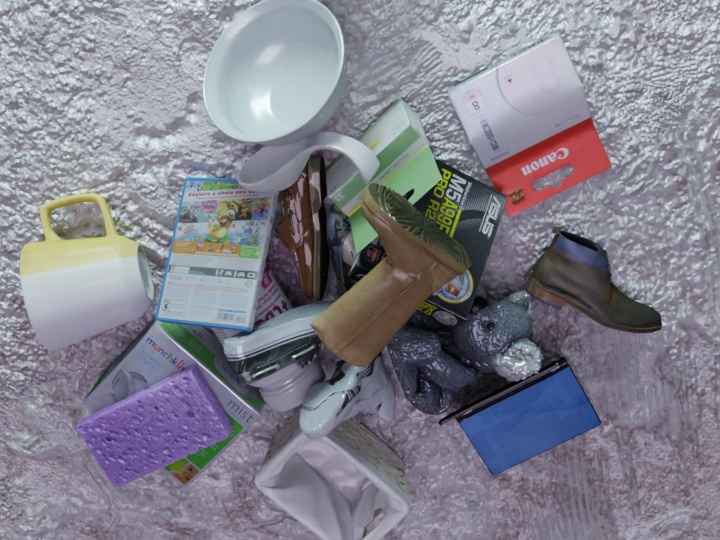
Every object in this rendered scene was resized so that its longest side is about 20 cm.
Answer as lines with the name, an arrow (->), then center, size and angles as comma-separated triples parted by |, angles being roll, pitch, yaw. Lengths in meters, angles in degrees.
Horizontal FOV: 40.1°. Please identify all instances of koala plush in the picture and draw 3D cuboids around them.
koala plush -> 0.148, 0.098, 1.357 | 0.198, 0.178, 0.185 | -16, 122, 8

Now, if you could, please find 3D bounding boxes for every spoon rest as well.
spoon rest -> -0.073, -0.141, 1.251 | 0.198, 0.100, 0.061 | 0, 132, 32

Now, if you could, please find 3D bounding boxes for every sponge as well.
sponge -> -0.289, 0.221, 1.387 | 0.198, 0.030, 0.112 | -25, 107, 14

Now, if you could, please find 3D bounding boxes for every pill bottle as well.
pill bottle -> -0.136, 0.090, 1.386 | 0.112, 0.114, 0.201 | -26, 108, 12

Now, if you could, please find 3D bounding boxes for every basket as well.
basket -> -0.037, 0.299, 1.456 | 0.200, 0.124, 0.136 | 41, 108, -12

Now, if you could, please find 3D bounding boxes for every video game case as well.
video game case -> -0.190, -0.025, 1.315 | 0.141, 0.018, 0.203 | 4, 76, 22

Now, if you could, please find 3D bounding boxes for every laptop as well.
laptop -> 0.233, 0.217, 1.410 | 0.186, 0.200, 0.117 | -29, 80, 12

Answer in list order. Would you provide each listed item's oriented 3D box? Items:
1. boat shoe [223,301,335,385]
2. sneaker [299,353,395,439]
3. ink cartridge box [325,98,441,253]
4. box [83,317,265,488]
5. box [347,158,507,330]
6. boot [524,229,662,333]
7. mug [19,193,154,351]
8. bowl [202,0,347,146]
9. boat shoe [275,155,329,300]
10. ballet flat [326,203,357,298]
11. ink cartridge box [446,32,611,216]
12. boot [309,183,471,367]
boat shoe -> -0.089, 0.096, 1.317 | 0.198, 0.072, 0.072 | -18, 106, -25
sneaker -> -0.009, 0.188, 1.383 | 0.074, 0.200, 0.116 | -9, 120, 34
ink cartridge box -> 0.024, -0.124, 1.251 | 0.145, 0.201, 0.048 | -41, 113, 16
box -> -0.263, 0.178, 1.436 | 0.200, 0.097, 0.176 | 43, 109, -12
box -> 0.091, -0.046, 1.291 | 0.159, 0.202, 0.044 | 26, 152, -6
boot -> 0.335, 0.017, 1.360 | 0.198, 0.075, 0.098 | 17, 114, -2
mug -> -0.372, 0.004, 1.353 | 0.151, 0.150, 0.189 | -12, 117, -1
bowl -> -0.093, -0.238, 1.252 | 0.199, 0.090, 0.204 | -8, 71, 23
boat shoe -> -0.081, -0.059, 1.356 | 0.067, 0.072, 0.203 | 0, 101, 7
ballet flat -> 0.000, 0.000, 1.367 | 0.073, 0.074, 0.202 | -7, 116, 5
ink cartridge box -> 0.227, -0.185, 1.302 | 0.161, 0.057, 0.202 | -25, 103, 11
boot -> 0.011, 0.014, 1.178 | 0.175, 0.066, 0.200 | 37, 116, -24
